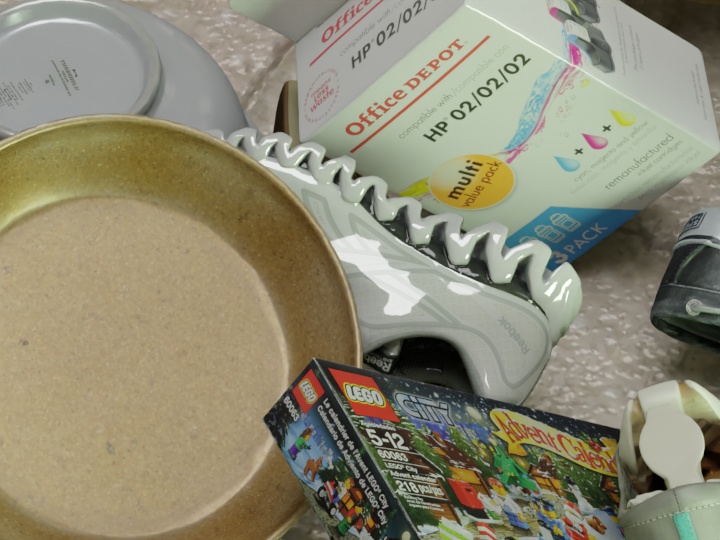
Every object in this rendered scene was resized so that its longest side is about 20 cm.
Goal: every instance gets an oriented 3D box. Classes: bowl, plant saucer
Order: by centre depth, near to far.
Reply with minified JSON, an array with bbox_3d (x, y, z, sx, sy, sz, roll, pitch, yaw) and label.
[{"bbox_3d":[-0.099,0.036,1.218,0.199,0.035,0.201,4,71,-13],"label":"plant saucer"},{"bbox_3d":[-0.139,-0.065,1.390,0.200,0.091,0.202,1,49,-1],"label":"bowl"}]

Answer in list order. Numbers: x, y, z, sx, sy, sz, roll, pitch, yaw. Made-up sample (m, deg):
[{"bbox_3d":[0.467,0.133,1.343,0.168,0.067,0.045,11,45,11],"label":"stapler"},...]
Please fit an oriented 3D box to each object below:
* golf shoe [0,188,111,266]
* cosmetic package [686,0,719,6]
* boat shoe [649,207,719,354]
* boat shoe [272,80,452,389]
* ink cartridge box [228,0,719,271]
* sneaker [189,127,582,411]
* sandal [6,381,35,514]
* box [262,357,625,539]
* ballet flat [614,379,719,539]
[{"bbox_3d":[-0.100,0.029,1.302,0.200,0.088,0.077,39,80,-12],"label":"golf shoe"},{"bbox_3d":[0.153,-0.186,1.432,0.199,0.105,0.071,5,66,-33],"label":"cosmetic package"},{"bbox_3d":[0.226,0.041,1.316,0.199,0.074,0.068,26,67,3],"label":"boat shoe"},{"bbox_3d":[0.000,0.000,1.356,0.064,0.071,0.201,-6,60,-12],"label":"boat shoe"},{"bbox_3d":[0.050,-0.087,1.332,0.199,0.115,0.068,27,41,-31],"label":"ink cartridge box"},{"bbox_3d":[-0.007,0.001,1.275,0.199,0.075,0.081,22,69,6],"label":"sneaker"},{"bbox_3d":[-0.172,0.051,1.307,0.069,0.078,0.212,12,20,-43],"label":"sandal"},{"bbox_3d":[0.066,0.111,1.200,0.199,0.038,0.137,15,35,-46],"label":"box"},{"bbox_3d":[0.132,0.076,1.186,0.067,0.064,0.200,-21,13,8],"label":"ballet flat"}]
